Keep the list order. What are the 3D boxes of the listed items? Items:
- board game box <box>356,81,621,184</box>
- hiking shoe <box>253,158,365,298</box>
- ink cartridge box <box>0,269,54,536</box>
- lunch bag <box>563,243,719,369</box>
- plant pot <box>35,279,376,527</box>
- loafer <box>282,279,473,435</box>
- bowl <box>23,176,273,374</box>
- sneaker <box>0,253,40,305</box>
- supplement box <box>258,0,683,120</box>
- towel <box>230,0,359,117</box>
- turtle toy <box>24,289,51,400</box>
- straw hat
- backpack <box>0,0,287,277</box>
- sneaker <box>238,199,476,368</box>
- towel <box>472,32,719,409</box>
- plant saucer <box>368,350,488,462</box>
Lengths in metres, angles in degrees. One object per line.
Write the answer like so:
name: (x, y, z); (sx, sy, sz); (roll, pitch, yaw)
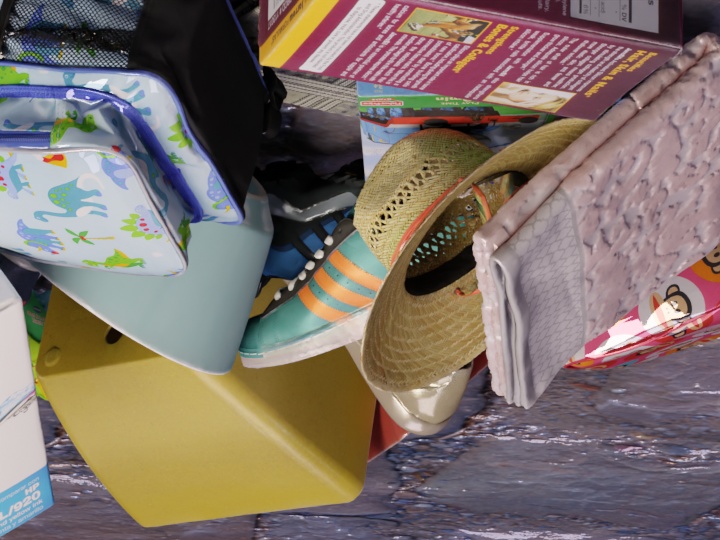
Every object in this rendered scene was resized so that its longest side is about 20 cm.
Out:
board game box: (0.074, -0.091, 1.579); (0.150, 0.037, 0.200); (-1, 168, 2)
hiking shoe: (0.001, -0.026, 1.737); (0.199, 0.087, 0.074); (0, -159, 25)
ink cartridge box: (-0.282, 0.063, 1.568); (0.144, 0.147, 0.201); (-27, 145, -21)
lunch bag: (0.205, 0.020, 1.811); (0.175, 0.083, 0.200); (-22, 172, 20)
plant pot: (-0.114, 0.045, 1.872); (0.199, 0.201, 0.176); (-10, 148, 32)
loafer: (0.011, 0.014, 1.806); (0.068, 0.200, 0.076); (-40, 176, 32)
bowl: (-0.132, -0.036, 1.659); (0.200, 0.105, 0.201); (36, -171, -7)
sneaker: (-0.238, -0.013, 1.747); (0.075, 0.085, 0.200); (36, -171, -4)
supplement box: (0.057, -0.149, 1.402); (0.198, 0.086, 0.110); (8, 160, -19)
towel: (0.004, -0.135, 1.556); (0.199, 0.035, 0.192); (9, 164, -28)
turtle toy: (-0.299, 0.044, 2.004); (0.145, 0.102, 0.199); (-12, 157, 36)
straw hat: (0.047, -0.033, 1.524); (0.201, 0.085, 0.202); (-36, 153, -22)
backpack: (-0.168, -0.091, 1.482); (0.198, 0.148, 0.183); (9, 155, 21)
sneaker: (0.000, 0.000, 1.671); (0.199, 0.080, 0.071); (-22, 180, 28)
towel: (0.146, -0.023, 1.555); (0.032, 0.191, 0.200); (42, 164, 25)
plant saucer: (0.073, 0.059, 1.943); (0.199, 0.037, 0.200); (-40, 179, -15)
